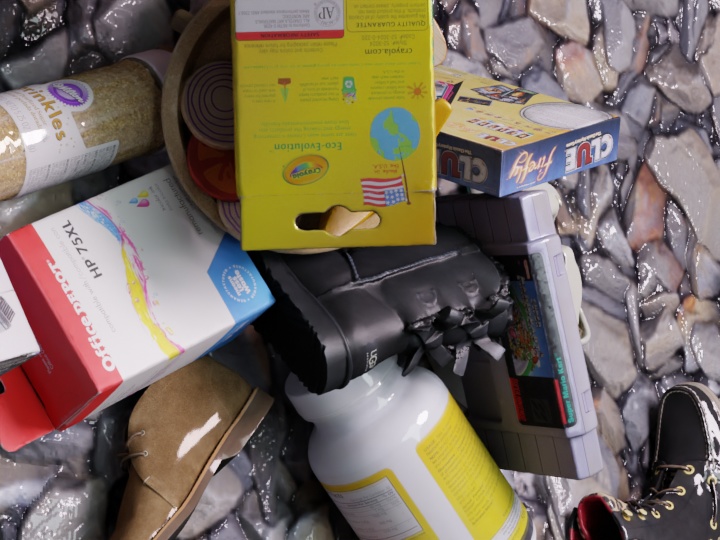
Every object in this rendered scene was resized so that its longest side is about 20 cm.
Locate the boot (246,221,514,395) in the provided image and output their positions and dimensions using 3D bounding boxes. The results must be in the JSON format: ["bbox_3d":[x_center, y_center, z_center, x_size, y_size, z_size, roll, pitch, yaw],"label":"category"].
[{"bbox_3d":[0.000,-0.001,1.359,0.161,0.074,0.199,-16,48,-30],"label":"boot"}]

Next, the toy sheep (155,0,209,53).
[{"bbox_3d":[-0.064,-0.162,1.372,0.138,0.137,0.201,39,60,-31],"label":"toy sheep"}]

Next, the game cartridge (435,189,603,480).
[{"bbox_3d":[0.106,0.045,1.398,0.038,0.129,0.202,-16,98,-26],"label":"game cartridge"}]

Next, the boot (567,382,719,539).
[{"bbox_3d":[0.240,0.191,1.622,0.150,0.073,0.202,5,83,-42],"label":"boot"}]

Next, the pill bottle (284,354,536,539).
[{"bbox_3d":[0.032,0.140,1.407,0.112,0.111,0.201,-48,114,-38],"label":"pill bottle"}]

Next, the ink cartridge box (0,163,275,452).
[{"bbox_3d":[-0.165,0.020,1.261,0.199,0.067,0.117,-28,83,-43],"label":"ink cartridge box"}]

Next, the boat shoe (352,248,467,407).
[{"bbox_3d":[0.075,0.030,1.499,0.201,0.070,0.064,54,52,-19],"label":"boat shoe"}]

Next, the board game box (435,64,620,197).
[{"bbox_3d":[0.068,-0.106,1.436,0.135,0.199,0.035,-18,119,-43],"label":"board game box"}]

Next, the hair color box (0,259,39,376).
[{"bbox_3d":[-0.276,-0.023,1.147,0.109,0.065,0.202,-16,79,-58],"label":"hair color box"}]

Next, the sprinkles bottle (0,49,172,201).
[{"bbox_3d":[-0.195,-0.089,1.272,0.199,0.068,0.069,-23,97,-43],"label":"sprinkles bottle"}]

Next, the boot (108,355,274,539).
[{"bbox_3d":[-0.137,0.136,1.293,0.075,0.074,0.201,39,52,-7],"label":"boot"}]

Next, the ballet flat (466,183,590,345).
[{"bbox_3d":[0.139,-0.026,1.574,0.069,0.069,0.202,-20,95,-43],"label":"ballet flat"}]

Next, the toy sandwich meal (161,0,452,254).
[{"bbox_3d":[-0.030,-0.109,1.281,0.203,0.070,0.208,0,92,-12],"label":"toy sandwich meal"}]

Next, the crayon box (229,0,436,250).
[{"bbox_3d":[-0.017,-0.115,1.225,0.125,0.051,0.202,-1,95,-1],"label":"crayon box"}]
